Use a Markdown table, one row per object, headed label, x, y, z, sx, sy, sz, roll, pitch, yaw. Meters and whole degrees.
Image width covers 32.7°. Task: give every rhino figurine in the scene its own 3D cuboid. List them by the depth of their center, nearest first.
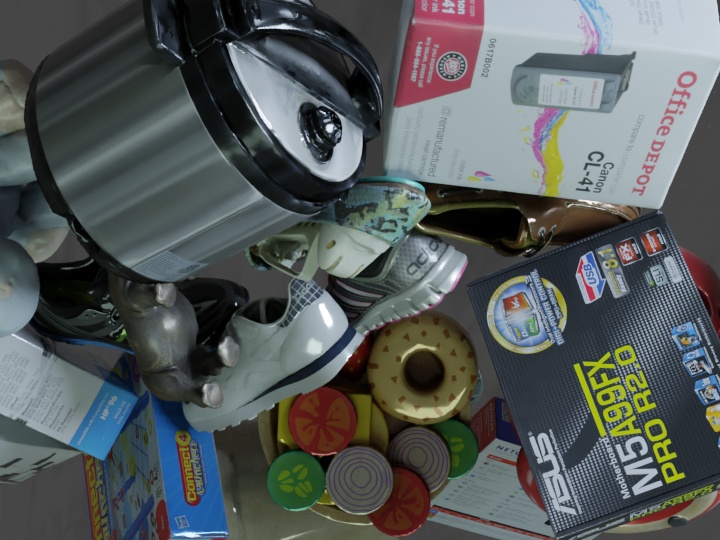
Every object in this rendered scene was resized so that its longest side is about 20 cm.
| label | x | y | z | sx | sy | sz | roll | pitch | yaw |
| --- | --- | --- | --- | --- | --- | --- | --- | --- | --- |
| rhino figurine | -0.165 | 0.015 | 0.966 | 0.087 | 0.059 | 0.203 | -12 | 102 | 47 |

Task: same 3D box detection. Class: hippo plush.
| label | x | y | z | sx | sy | sz | roll | pitch | yaw |
| --- | --- | --- | --- | --- | --- | --- | --- | --- | --- |
| hippo plush | -0.277 | -0.046 | 0.861 | 0.198 | 0.162 | 0.160 | 25 | 130 | -18 |

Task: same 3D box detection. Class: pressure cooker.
| label | x | y | z | sx | sy | sz | roll | pitch | yaw |
| --- | --- | --- | --- | --- | --- | --- | --- | --- | --- |
| pressure cooker | -0.086 | -0.100 | 0.775 | 0.198 | 0.176 | 0.180 | -24 | 106 | 27 |

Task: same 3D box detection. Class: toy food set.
| label | x | y | z | sx | sy | sz | roll | pitch | yaw |
| --- | --- | --- | --- | --- | --- | --- | --- | --- | --- |
| toy food set | 0.007 | 0.132 | 1.080 | 0.196 | 0.202 | 0.049 | 2 | -176 | 0 |

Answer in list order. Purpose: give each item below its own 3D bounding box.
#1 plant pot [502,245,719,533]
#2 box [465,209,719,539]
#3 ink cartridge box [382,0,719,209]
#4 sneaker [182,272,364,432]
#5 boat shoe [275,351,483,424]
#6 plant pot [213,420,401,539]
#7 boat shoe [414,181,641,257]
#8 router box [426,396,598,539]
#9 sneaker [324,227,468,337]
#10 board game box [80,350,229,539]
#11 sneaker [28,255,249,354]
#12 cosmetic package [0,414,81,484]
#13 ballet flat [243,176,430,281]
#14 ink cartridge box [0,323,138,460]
| label | x | y | z | sx | sy | sz | roll | pitch | yaw |
| --- | --- | --- | --- | --- | --- | --- | --- | --- | --- |
| plant pot | 0.210 | 0.101 | 1.013 | 0.197 | 0.185 | 0.202 | 4 | 141 | 3 |
| box | 0.182 | 0.076 | 0.892 | 0.158 | 0.203 | 0.044 | -19 | 156 | 4 |
| ink cartridge box | 0.119 | -0.126 | 0.808 | 0.196 | 0.087 | 0.149 | 7 | 141 | -2 |
| sneaker | -0.086 | 0.068 | 1.005 | 0.199 | 0.077 | 0.081 | -31 | 106 | 36 |
| boat shoe | 0.014 | 0.107 | 1.134 | 0.196 | 0.073 | 0.062 | -6 | -176 | 0 |
| plant pot | -0.058 | 0.223 | 1.194 | 0.180 | 0.203 | 0.202 | -10 | 142 | -2 |
| boat shoe | 0.121 | -0.040 | 0.929 | 0.196 | 0.069 | 0.072 | 9 | 139 | -10 |
| router box | 0.178 | 0.218 | 1.265 | 0.197 | 0.049 | 0.180 | 19 | 139 | -19 |
| sneaker | 0.000 | 0.000 | 0.988 | 0.088 | 0.074 | 0.199 | 51 | 144 | -10 |
| board game box | -0.195 | 0.185 | 1.124 | 0.055 | 0.203 | 0.196 | 5 | 145 | -30 |
| sneaker | -0.192 | 0.027 | 1.033 | 0.196 | 0.072 | 0.083 | 5 | 148 | 3 |
| cosmetic package | -0.339 | 0.155 | 1.121 | 0.082 | 0.051 | 0.200 | -27 | 162 | 9 |
| ballet flat | -0.022 | -0.025 | 0.896 | 0.074 | 0.075 | 0.199 | 30 | 162 | -30 |
| ink cartridge box | -0.303 | 0.079 | 1.063 | 0.199 | 0.068 | 0.116 | 33 | 176 | -33 |
